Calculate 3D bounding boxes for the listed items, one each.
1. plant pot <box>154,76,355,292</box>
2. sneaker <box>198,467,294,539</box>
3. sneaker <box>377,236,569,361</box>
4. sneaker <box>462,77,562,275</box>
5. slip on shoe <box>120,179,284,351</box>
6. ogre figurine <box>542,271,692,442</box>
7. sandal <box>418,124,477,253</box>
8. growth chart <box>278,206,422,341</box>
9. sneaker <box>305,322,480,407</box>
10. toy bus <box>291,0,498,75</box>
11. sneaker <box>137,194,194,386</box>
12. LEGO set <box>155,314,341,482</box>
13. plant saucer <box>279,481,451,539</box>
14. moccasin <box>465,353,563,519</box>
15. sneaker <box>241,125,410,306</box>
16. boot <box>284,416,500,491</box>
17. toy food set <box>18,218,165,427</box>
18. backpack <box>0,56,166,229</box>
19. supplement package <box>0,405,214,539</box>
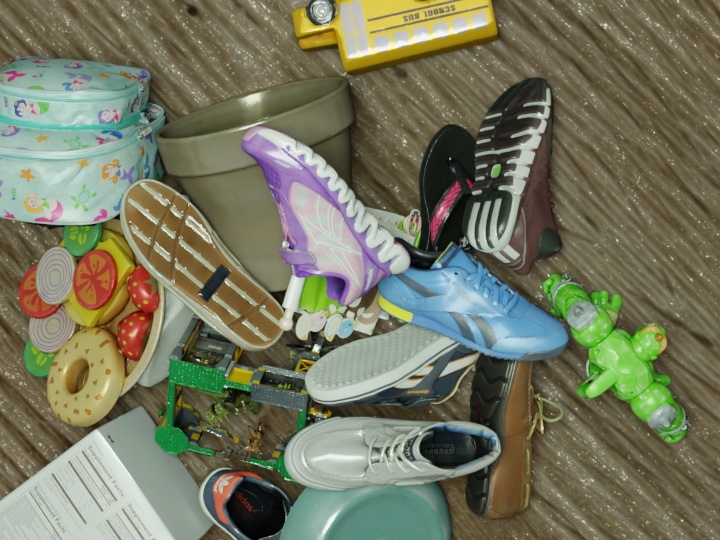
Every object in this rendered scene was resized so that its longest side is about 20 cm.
[{"bbox_3d":[-0.083,-0.080,1.223,0.198,0.200,0.175,-14,106,8],"label":"plant pot"},{"bbox_3d":[-0.073,0.272,1.252,0.199,0.084,0.075,36,68,-14],"label":"sneaker"},{"bbox_3d":[0.107,0.024,1.184,0.198,0.066,0.079,20,121,19],"label":"sneaker"},{"bbox_3d":[0.167,-0.085,1.243,0.075,0.115,0.202,-2,58,42],"label":"sneaker"},{"bbox_3d":[-0.153,-0.002,1.184,0.200,0.061,0.076,42,74,-7],"label":"slip on shoe"},{"bbox_3d":[0.253,0.090,1.209,0.097,0.120,0.202,-20,90,8],"label":"ogre figurine"},{"bbox_3d":[0.094,-0.044,1.247,0.074,0.045,0.202,2,99,-29],"label":"sandal"},{"bbox_3d":[0.000,0.000,1.218,0.018,0.199,0.146,18,100,39],"label":"growth chart"},{"bbox_3d":[0.041,0.103,1.224,0.198,0.078,0.080,-22,122,-22],"label":"sneaker"},{"bbox_3d":[0.035,-0.250,1.251,0.198,0.065,0.079,-12,92,7],"label":"toy bus"},{"bbox_3d":[-0.211,0.018,1.298,0.088,0.075,0.202,18,89,19],"label":"sneaker"},{"bbox_3d":[-0.114,0.120,1.281,0.198,0.116,0.155,5,122,11],"label":"LEGO set"},{"bbox_3d":[0.014,0.284,1.237,0.198,0.036,0.202,-5,101,-25],"label":"plant saucer"},{"bbox_3d":[0.156,0.151,1.247,0.077,0.074,0.204,0,95,-25],"label":"moccasin"},{"bbox_3d":[-0.043,-0.042,1.100,0.089,0.080,0.200,-46,119,-5],"label":"sneaker"},{"bbox_3d":[0.033,0.168,1.175,0.198,0.096,0.074,-3,77,-19],"label":"boot"},{"bbox_3d":[-0.280,0.042,1.274,0.198,0.048,0.201,47,110,32],"label":"toy food set"},{"bbox_3d":[-0.290,-0.123,1.209,0.175,0.200,0.152,7,119,7],"label":"backpack"},{"bbox_3d":[-0.280,0.266,1.267,0.199,0.152,0.151,-36,88,7],"label":"supplement package"}]
